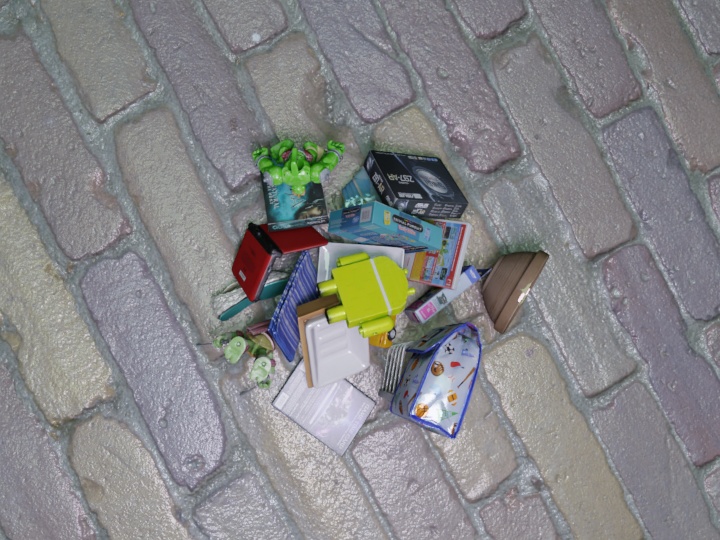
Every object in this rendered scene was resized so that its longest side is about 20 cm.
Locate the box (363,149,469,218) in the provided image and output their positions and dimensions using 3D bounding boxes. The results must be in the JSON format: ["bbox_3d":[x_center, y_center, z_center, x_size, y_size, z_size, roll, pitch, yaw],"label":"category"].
[{"bbox_3d":[0.120,-0.188,1.439,0.195,0.044,0.162,1,47,-30],"label":"box"}]

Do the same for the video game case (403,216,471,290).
[{"bbox_3d":[0.144,-0.044,1.456,0.017,0.197,0.147,20,83,-48],"label":"video game case"}]

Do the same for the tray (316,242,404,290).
[{"bbox_3d":[0.000,0.000,1.421,0.195,0.022,0.111,5,88,21],"label":"tray"}]

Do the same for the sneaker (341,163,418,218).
[{"bbox_3d":[0.035,-0.136,1.475,0.130,0.080,0.201,-40,67,-4],"label":"sneaker"}]

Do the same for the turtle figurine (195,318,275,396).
[{"bbox_3d":[-0.245,0.195,1.378,0.195,0.194,0.147,-20,91,-4],"label":"turtle figurine"}]

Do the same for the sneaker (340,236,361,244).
[{"bbox_3d":[-0.031,0.007,1.481,0.079,0.075,0.205,14,83,8],"label":"sneaker"}]

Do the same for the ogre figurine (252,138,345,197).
[{"bbox_3d":[-0.136,-0.226,1.400,0.195,0.099,0.122,12,41,-10],"label":"ogre figurine"}]

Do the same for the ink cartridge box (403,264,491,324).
[{"bbox_3d":[0.192,0.044,1.473,0.198,0.119,0.042,-35,93,-8],"label":"ink cartridge box"}]

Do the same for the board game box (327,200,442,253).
[{"bbox_3d":[0.053,-0.085,1.383,0.197,0.149,0.048,17,76,-38],"label":"board game box"}]

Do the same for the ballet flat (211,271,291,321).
[{"bbox_3d":[-0.241,0.040,1.452,0.196,0.072,0.073,-26,90,-8],"label":"ballet flat"}]

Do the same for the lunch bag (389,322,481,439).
[{"bbox_3d":[0.145,0.194,1.240,0.122,0.170,0.204,26,79,-7],"label":"lunch bag"}]

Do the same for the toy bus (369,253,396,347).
[{"bbox_3d":[0.043,0.065,1.459,0.077,0.064,0.206,9,90,-49],"label":"toy bus"}]

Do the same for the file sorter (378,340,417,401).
[{"bbox_3d":[0.128,0.226,1.418,0.135,0.200,0.128,11,81,-6],"label":"file sorter"}]

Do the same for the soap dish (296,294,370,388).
[{"bbox_3d":[-0.059,0.141,1.405,0.154,0.081,0.204,-19,129,-19],"label":"soap dish"}]

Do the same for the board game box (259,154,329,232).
[{"bbox_3d":[-0.148,-0.178,1.441,0.131,0.028,0.204,-9,55,-8],"label":"board game box"}]

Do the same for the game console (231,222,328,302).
[{"bbox_3d":[-0.178,-0.028,1.406,0.117,0.200,0.176,20,100,-28],"label":"game console"}]

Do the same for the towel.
[{"bbox_3d":[-0.131,0.077,1.396,0.023,0.146,0.203,10,60,20],"label":"towel"}]

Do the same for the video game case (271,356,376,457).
[{"bbox_3d":[-0.081,0.299,1.477,0.198,0.019,0.144,37,83,-4],"label":"video game case"}]

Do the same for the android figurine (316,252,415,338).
[{"bbox_3d":[0.015,0.042,1.334,0.195,0.041,0.185,-15,63,-15],"label":"android figurine"}]

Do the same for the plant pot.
[{"bbox_3d":[0.331,0.031,1.464,0.092,0.201,0.203,32,83,16],"label":"plant pot"}]
